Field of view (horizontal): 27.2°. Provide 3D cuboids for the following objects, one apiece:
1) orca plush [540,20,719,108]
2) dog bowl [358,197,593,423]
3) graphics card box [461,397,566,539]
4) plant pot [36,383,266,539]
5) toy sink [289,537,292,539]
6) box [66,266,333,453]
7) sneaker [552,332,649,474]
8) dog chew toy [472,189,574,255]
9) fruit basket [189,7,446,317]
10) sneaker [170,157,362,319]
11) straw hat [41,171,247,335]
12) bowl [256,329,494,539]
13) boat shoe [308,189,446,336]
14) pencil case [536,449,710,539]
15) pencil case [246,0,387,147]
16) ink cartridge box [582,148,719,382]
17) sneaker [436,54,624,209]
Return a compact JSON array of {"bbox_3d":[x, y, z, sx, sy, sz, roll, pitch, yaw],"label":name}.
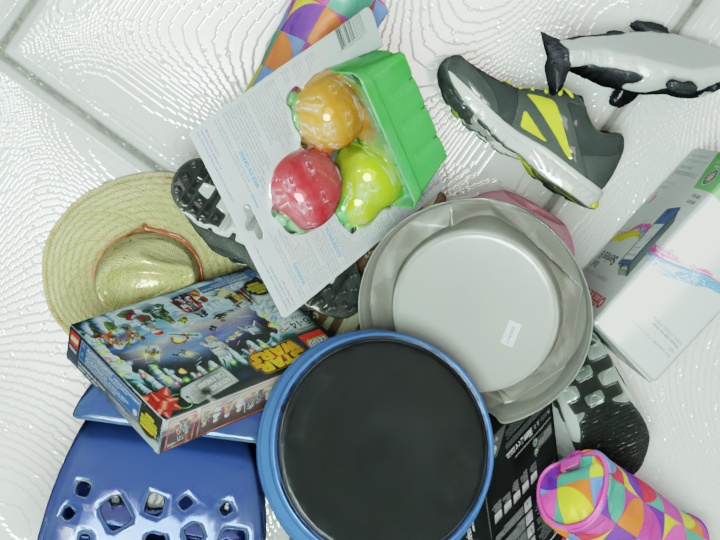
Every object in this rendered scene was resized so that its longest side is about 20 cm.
[{"bbox_3d":[0.246,-0.169,1.357,0.199,0.105,0.071,-12,139,-34],"label":"orca plush"},{"bbox_3d":[0.100,0.030,1.272,0.198,0.059,0.202,4,107,11],"label":"dog bowl"},{"bbox_3d":[0.132,0.203,1.351,0.051,0.125,0.201,14,128,34],"label":"graphics card box"},{"bbox_3d":[-0.173,0.186,1.320,0.198,0.200,0.181,9,91,-5],"label":"plant pot"},{"bbox_3d":[0.004,0.243,1.380,0.129,0.112,0.202,10,97,-7],"label":"toy sink"},{"bbox_3d":[-0.130,0.070,1.269,0.199,0.137,0.040,-20,137,-40],"label":"box"},{"bbox_3d":[0.217,0.114,1.404,0.074,0.089,0.201,-21,124,2],"label":"sneaker"},{"bbox_3d":[0.110,0.030,1.359,0.124,0.125,0.201,27,102,-7],"label":"dog chew toy"},{"bbox_3d":[-0.032,-0.092,1.245,0.200,0.094,0.186,-36,118,-19],"label":"fruit basket"},{"bbox_3d":[-0.082,-0.026,1.323,0.199,0.090,0.067,35,79,-5],"label":"sneaker"},{"bbox_3d":[-0.194,0.009,1.346,0.199,0.085,0.203,-1,97,-4],"label":"straw hat"},{"bbox_3d":[0.015,0.146,1.213,0.199,0.039,0.202,3,78,-12],"label":"bowl"},{"bbox_3d":[-0.001,0.001,1.352,0.075,0.075,0.203,33,99,3],"label":"boat shoe"},{"bbox_3d":[0.246,0.232,1.372,0.200,0.088,0.089,35,94,-41],"label":"pencil case"},{"bbox_3d":[-0.052,-0.169,1.328,0.088,0.088,0.201,27,96,-7],"label":"pencil case"},{"bbox_3d":[0.287,-0.009,1.351,0.087,0.145,0.200,41,93,-8],"label":"ink cartridge box"},{"bbox_3d":[0.157,-0.142,1.368,0.200,0.074,0.085,37,88,-17],"label":"sneaker"}]
